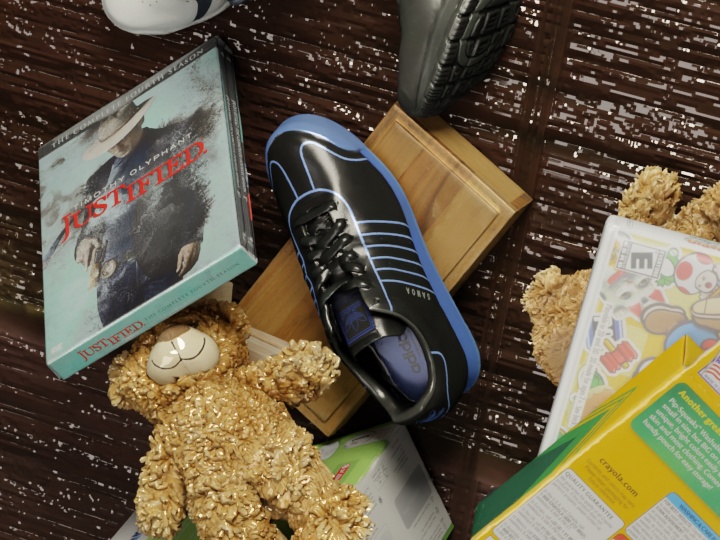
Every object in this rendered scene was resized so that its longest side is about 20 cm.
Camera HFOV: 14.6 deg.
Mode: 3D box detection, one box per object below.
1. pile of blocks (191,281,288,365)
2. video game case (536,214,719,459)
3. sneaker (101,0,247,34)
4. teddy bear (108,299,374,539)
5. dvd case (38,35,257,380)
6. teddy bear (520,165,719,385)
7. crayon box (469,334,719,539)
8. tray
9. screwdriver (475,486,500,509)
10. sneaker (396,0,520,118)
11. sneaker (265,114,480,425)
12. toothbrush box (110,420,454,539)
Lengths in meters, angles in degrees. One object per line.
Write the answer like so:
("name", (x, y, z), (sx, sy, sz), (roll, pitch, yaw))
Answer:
("pile of blocks", (-0.126, 0.024, 1.743), (0.200, 0.062, 0.082), (48, 118, 21))
("video game case", (0.204, 0.083, 1.616), (0.182, 0.023, 0.200), (15, 112, 2))
("sneaker", (-0.093, -0.190, 1.656), (0.199, 0.130, 0.080), (-19, 96, 27))
("teddy bear", (-0.074, 0.101, 1.620), (0.145, 0.067, 0.200), (-23, 67, 21))
("dvd case", (-0.131, -0.040, 1.684), (0.146, 0.200, 0.022), (-30, 128, 19))
("teddy bear", (0.194, 0.007, 1.637), (0.145, 0.067, 0.200), (40, 111, -4))
("crayon box", (0.178, 0.128, 1.599), (0.200, 0.052, 0.126), (-41, 101, 21))
("tray", (0.006, -0.001, 1.723), (0.099, 0.037, 0.200), (42, 116, 6))
("screwdriver", (0.077, 0.161, 1.651), (0.029, 0.200, 0.028), (6, 101, 4))
("sneaker", (0.048, -0.189, 1.639), (0.091, 0.076, 0.200), (21, 106, 26))
("sneaker", (0.000, 0.000, 1.662), (0.070, 0.078, 0.200), (-33, 91, 27))
("toothbrush box", (-0.063, 0.182, 1.740), (0.200, 0.146, 0.086), (-17, 106, 25))
